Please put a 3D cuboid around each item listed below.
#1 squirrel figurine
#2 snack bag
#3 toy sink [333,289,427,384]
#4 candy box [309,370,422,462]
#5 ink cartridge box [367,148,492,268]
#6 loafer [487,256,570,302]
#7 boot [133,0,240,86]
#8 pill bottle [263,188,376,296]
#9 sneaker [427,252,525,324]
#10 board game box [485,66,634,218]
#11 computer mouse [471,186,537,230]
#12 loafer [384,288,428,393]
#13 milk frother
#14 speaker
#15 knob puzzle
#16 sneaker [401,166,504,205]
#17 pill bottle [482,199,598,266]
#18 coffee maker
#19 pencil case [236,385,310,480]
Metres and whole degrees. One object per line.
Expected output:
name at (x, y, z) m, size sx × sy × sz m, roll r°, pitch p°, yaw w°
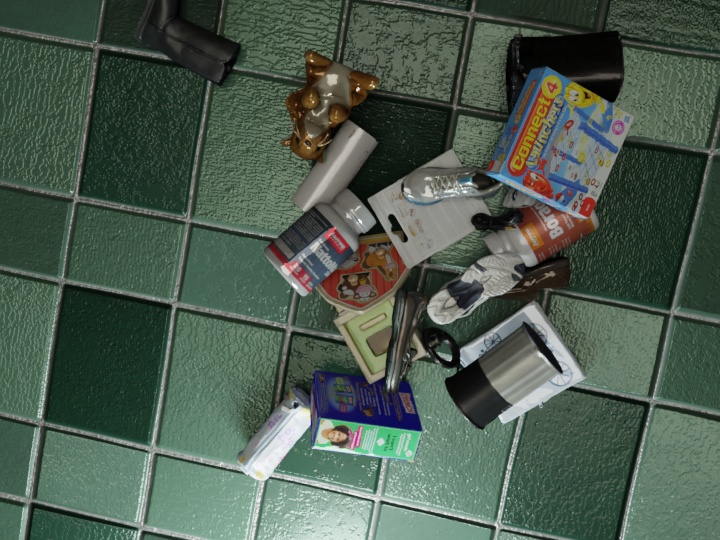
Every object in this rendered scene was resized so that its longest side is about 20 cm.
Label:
squirrel figurine at (-0.075, -0.303, 1.388) m, size 0.141 × 0.200 × 0.187 m, roll 19°, pitch 100°, yaw -15°
snack bag at (0.320, 0.189, 1.465) m, size 0.200 × 0.021 × 0.189 m, roll -35°, pitch 90°, yaw 10°
toy sink at (0.029, 0.100, 1.441) m, size 0.130 × 0.112 × 0.200 m, roll -28°, pitch 91°, yaw 7°
candy box at (0.006, 0.277, 1.406) m, size 0.200 × 0.169 × 0.077 m, roll 9°, pitch 112°, yaw -9°
ink cartridge box at (0.134, -0.120, 1.422) m, size 0.200 × 0.057 × 0.163 m, roll -31°, pitch 92°, yaw -4°
loafer at (0.318, 0.033, 1.424) m, size 0.200 × 0.073 × 0.071 m, roll -17°, pitch 95°, yaw 9°
boot at (-0.329, -0.485, 1.453) m, size 0.200 × 0.066 × 0.165 m, roll 30°, pitch 105°, yaw 6°
pill bottle at (-0.073, -0.058, 1.382) m, size 0.200 × 0.120 × 0.120 m, roll -42°, pitch 90°, yaw -3°
sneaker at (0.213, 0.033, 1.379) m, size 0.199 × 0.130 × 0.080 m, roll -39°, pitch 88°, yaw -1°
board game box at (0.348, -0.219, 1.269) m, size 0.196 × 0.056 × 0.200 m, roll 22°, pitch 93°, yaw -19°
computer mouse at (0.303, -0.148, 1.380) m, size 0.200 × 0.110 × 0.044 m, roll -46°, pitch 115°, yaw -23°
loafer at (0.085, 0.136, 1.355) m, size 0.063 × 0.072 × 0.200 m, roll 7°, pitch 97°, yaw -4°
milk frother at (0.240, 0.157, 1.373) m, size 0.188 × 0.181 × 0.200 m, roll -39°, pitch 95°, yaw 14°
speaker at (-0.052, -0.196, 1.440) m, size 0.081 × 0.081 × 0.200 m, roll 36°, pitch 98°, yaw 2°
knob puzzle at (0.000, 0.000, 1.408) m, size 0.219 × 0.220 × 0.030 m, roll -8°, pitch 136°, yaw 6°
sneaker at (0.177, -0.167, 1.365) m, size 0.200 × 0.087 × 0.075 m, roll -6°, pitch 89°, yaw -8°
pill bottle at (0.341, -0.078, 1.394) m, size 0.200 × 0.112 × 0.112 m, roll -32°, pitch 91°, yaw 7°
coffee maker at (0.372, -0.363, 1.327) m, size 0.200 × 0.192 × 0.135 m, roll -2°, pitch 98°, yaw 7°
pencil case at (-0.166, 0.335, 1.492) m, size 0.083 × 0.091 × 0.200 m, roll 39°, pitch 98°, yaw 1°
